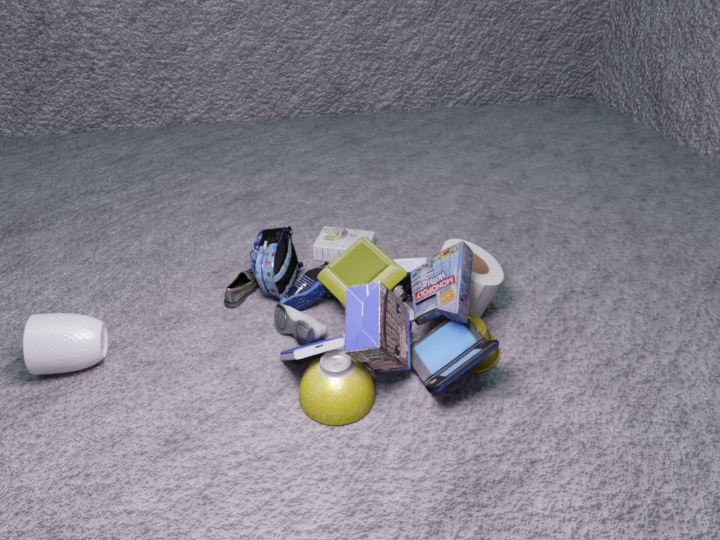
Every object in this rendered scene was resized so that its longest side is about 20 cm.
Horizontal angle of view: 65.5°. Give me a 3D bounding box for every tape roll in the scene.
[{"bbox_3d":[0.301,0.027,1.638,0.196,0.142,0.206,18,35,-13],"label":"tape roll"}]

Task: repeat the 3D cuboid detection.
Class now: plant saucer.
[{"bbox_3d":[0.000,0.000,1.581,0.198,0.049,0.199,-39,56,-16],"label":"plant saucer"}]

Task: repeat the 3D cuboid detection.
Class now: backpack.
[{"bbox_3d":[-0.269,-0.009,1.734,0.129,0.187,0.204,-3,42,12],"label":"backpack"}]

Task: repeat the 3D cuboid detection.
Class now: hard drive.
[{"bbox_3d":[-0.126,0.199,1.420,0.127,0.026,0.199,-14,-5,-19],"label":"hard drive"}]

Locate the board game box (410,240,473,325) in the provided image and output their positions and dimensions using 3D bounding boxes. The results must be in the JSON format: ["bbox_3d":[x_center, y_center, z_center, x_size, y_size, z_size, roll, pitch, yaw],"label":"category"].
[{"bbox_3d":[0.214,0.056,1.478,0.196,0.061,0.206,-27,47,30],"label":"board game box"}]

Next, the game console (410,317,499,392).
[{"bbox_3d":[0.220,0.193,1.384,0.197,0.171,0.120,-34,84,-7],"label":"game console"}]

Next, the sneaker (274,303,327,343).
[{"bbox_3d":[-0.175,0.151,1.586,0.197,0.077,0.085,28,18,40],"label":"sneaker"}]

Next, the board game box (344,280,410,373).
[{"bbox_3d":[0.045,0.144,1.378,0.094,0.200,0.166,-10,64,24],"label":"board game box"}]

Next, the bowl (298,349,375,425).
[{"bbox_3d":[-0.057,0.261,1.358,0.191,0.111,0.203,0,32,0],"label":"bowl"}]

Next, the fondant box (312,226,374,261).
[{"bbox_3d":[-0.055,-0.087,1.958,0.192,0.060,0.146,8,33,11],"label":"fondant box"}]

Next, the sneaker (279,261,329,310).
[{"bbox_3d":[-0.160,0.050,1.670,0.195,0.071,0.079,-29,47,6],"label":"sneaker"}]

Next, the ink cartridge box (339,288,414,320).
[{"bbox_3d":[0.053,0.113,1.668,0.157,0.051,0.201,-21,54,-31],"label":"ink cartridge box"}]

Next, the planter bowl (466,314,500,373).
[{"bbox_3d":[0.284,0.177,1.510,0.192,0.086,0.203,0,32,0],"label":"planter bowl"}]

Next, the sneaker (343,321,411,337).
[{"bbox_3d":[0.049,0.161,1.527,0.192,0.081,0.076,-8,55,-8],"label":"sneaker"}]

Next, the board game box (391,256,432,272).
[{"bbox_3d":[0.133,-0.017,1.746,0.192,0.045,0.198,-3,1,19],"label":"board game box"}]

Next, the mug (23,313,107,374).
[{"bbox_3d":[-0.757,0.186,1.470,0.168,0.154,0.200,-2,0,-13],"label":"mug"}]

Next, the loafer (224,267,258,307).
[{"bbox_3d":[-0.365,0.037,1.757,0.069,0.065,0.202,9,33,14],"label":"loafer"}]

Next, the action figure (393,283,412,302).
[{"bbox_3d":[0.091,0.068,1.614,0.194,0.105,0.119,-13,37,-27],"label":"action figure"}]
